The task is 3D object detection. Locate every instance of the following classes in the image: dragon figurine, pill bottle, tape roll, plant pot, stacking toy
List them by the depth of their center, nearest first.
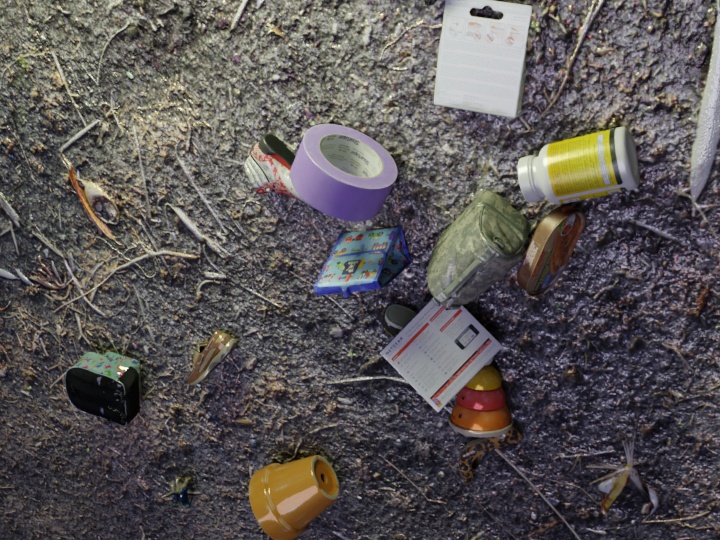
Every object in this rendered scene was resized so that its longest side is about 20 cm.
[{"bbox_3d":[0.392,-0.183,1.510,0.198,0.113,0.113,-10,115,28],"label":"pill bottle"},{"bbox_3d":[-0.033,-0.193,1.640,0.199,0.200,0.085,30,128,4],"label":"tape roll"},{"bbox_3d":[0.268,0.256,1.853,0.145,0.146,0.202,4,103,22],"label":"stacking toy"},{"bbox_3d":[-0.162,0.583,2.198,0.182,0.200,0.201,-31,105,19],"label":"plant pot"},{"bbox_3d":[-0.529,0.664,2.433,0.058,0.200,0.101,1,93,0],"label":"dragon figurine"}]

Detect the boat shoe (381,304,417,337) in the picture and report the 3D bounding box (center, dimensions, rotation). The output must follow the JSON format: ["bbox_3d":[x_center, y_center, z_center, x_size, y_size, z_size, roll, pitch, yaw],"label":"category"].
[{"bbox_3d":[0.141,0.144,1.856,0.200,0.072,0.061,28,145,3],"label":"boat shoe"}]

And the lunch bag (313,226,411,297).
[{"bbox_3d":[0.000,0.000,1.744,0.149,0.200,0.095,-5,118,26],"label":"lunch bag"}]

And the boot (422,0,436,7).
[{"bbox_3d":[0.076,-0.539,1.459,0.199,0.069,0.175,-26,106,32],"label":"boot"}]

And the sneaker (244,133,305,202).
[{"bbox_3d":[-0.160,-0.187,1.786,0.201,0.067,0.108,46,128,-3],"label":"sneaker"}]

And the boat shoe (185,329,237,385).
[{"bbox_3d":[-0.393,0.220,2.143,0.072,0.076,0.200,44,118,-2],"label":"boat shoe"}]

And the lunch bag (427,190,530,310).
[{"bbox_3d":[0.225,-0.029,1.646,0.139,0.168,0.200,40,128,-4],"label":"lunch bag"}]

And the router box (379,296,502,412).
[{"bbox_3d":[0.172,0.168,1.788,0.200,0.049,0.180,-45,87,2],"label":"router box"}]

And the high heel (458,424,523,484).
[{"bbox_3d":[0.305,0.436,1.955,0.141,0.071,0.202,13,116,24],"label":"high heel"}]

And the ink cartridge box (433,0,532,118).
[{"bbox_3d":[0.222,-0.388,1.508,0.158,0.047,0.202,13,119,17],"label":"ink cartridge box"}]

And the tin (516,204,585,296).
[{"bbox_3d":[0.366,-0.038,1.614,0.042,0.111,0.201,42,132,31],"label":"tin"}]

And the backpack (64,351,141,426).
[{"bbox_3d":[-0.701,0.314,2.285,0.198,0.151,0.179,11,121,9],"label":"backpack"}]
